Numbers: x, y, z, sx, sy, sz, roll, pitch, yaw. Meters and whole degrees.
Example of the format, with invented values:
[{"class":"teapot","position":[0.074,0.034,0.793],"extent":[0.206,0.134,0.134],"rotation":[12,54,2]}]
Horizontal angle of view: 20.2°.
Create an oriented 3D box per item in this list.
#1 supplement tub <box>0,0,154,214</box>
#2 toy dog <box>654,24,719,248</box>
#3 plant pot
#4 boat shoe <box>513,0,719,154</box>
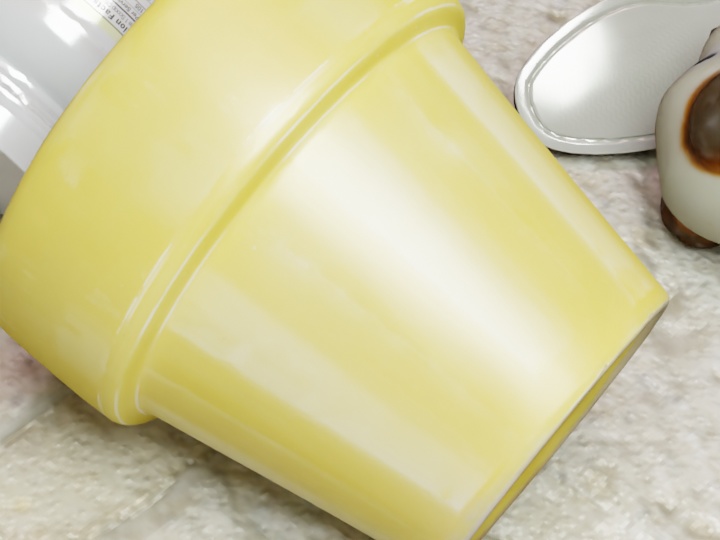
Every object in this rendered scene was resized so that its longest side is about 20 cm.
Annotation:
[{"class":"supplement tub","position":[-0.100,-0.122,0.829],"extent":[0.145,0.145,0.200],"rotation":[31,75,24]},{"class":"toy dog","position":[0.223,-0.047,0.854],"extent":[0.199,0.140,0.195],"rotation":[10,77,2]},{"class":"plant pot","position":[0.000,0.000,0.731],"extent":[0.189,0.201,0.201],"rotation":[39,51,9]},{"class":"boat shoe","position":[0.157,-0.110,0.943],"extent":[0.199,0.074,0.060],"rotation":[-28,10,-11]}]
